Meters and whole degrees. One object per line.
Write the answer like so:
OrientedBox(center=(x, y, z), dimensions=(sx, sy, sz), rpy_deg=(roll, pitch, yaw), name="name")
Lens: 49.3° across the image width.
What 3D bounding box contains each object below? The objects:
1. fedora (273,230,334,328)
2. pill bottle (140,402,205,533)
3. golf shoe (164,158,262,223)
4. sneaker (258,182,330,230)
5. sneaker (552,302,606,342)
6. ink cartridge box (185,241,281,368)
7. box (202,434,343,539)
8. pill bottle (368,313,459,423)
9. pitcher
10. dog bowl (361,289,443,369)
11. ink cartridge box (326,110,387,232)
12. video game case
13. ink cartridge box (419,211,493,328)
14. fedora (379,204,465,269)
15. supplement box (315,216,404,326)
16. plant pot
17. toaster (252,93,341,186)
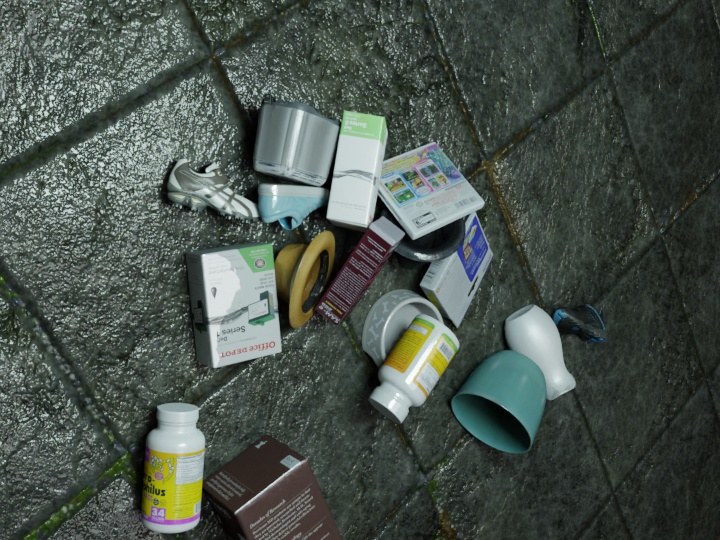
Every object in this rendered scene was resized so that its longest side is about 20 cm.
OrientedBox(center=(-0.115, 0.008, 1.461), dimensions=(0.200, 0.080, 0.205), rpy_deg=(21, 89, -78), name="fedora")
OrientedBox(center=(-0.324, 0.339, 1.361), dimensions=(0.102, 0.103, 0.206), rpy_deg=(3, 92, -34), name="pill bottle")
OrientedBox(center=(-0.245, -0.139, 1.388), dimensions=(0.197, 0.077, 0.097), rpy_deg=(14, 87, -36), name="golf shoe")
OrientedBox(center=(-0.124, -0.118, 1.459), dimensions=(0.198, 0.073, 0.084), rpy_deg=(-4, 102, -54), name="sneaker")
OrientedBox(center=(0.549, 0.119, 1.978), dimensions=(0.198, 0.072, 0.084), rpy_deg=(24, 65, -39), name="sneaker")
OrientedBox(center=(-0.226, 0.060, 1.414), dimensions=(0.143, 0.084, 0.206), rpy_deg=(-11, 100, -33), name="ink cartridge box")
OrientedBox(center=(-0.162, 0.450, 1.446), dimensions=(0.163, 0.165, 0.204), rpy_deg=(-32, 111, -27), name="box")
OrientedBox(center=(0.103, 0.199, 1.571), dimensions=(0.111, 0.110, 0.201), rpy_deg=(47, 70, -28), name="pill bottle")
OrientedBox(center=(0.420, 0.186, 1.860), dimensions=(0.119, 0.172, 0.203), rpy_deg=(-29, 93, 2), name="pitcher")
OrientedBox(center=(0.098, 0.144, 1.664), dimensions=(0.196, 0.058, 0.206), rpy_deg=(-4, 97, -34), name="dog bowl")
OrientedBox(center=(-0.005, -0.184, 1.499), dimensions=(0.082, 0.145, 0.206), rpy_deg=(10, 88, 4), name="ink cartridge box")
OrientedBox(center=(0.131, -0.168, 1.610), dimensions=(0.197, 0.024, 0.183), rpy_deg=(-24, 66, -30), name="video game case")
OrientedBox(center=(0.216, -0.003, 1.724), dimensions=(0.201, 0.046, 0.201), rpy_deg=(-61, 151, -15), name="ink cartridge box")
OrientedBox(center=(0.122, -0.070, 1.616), dimensions=(0.198, 0.201, 0.093), rpy_deg=(-24, 148, -30), name="fedora")
OrientedBox(center=(0.000, 0.000, 1.499), dimensions=(0.060, 0.109, 0.202), rpy_deg=(35, 106, 5), name="supplement box")
OrientedBox(center=(0.327, 0.281, 1.759), dimensions=(0.162, 0.198, 0.202), rpy_deg=(-51, 119, -29), name="plant pot")
OrientedBox(center=(-0.120, -0.231, 1.420), dimensions=(0.199, 0.111, 0.133), rpy_deg=(7, 95, -64), name="toaster")
